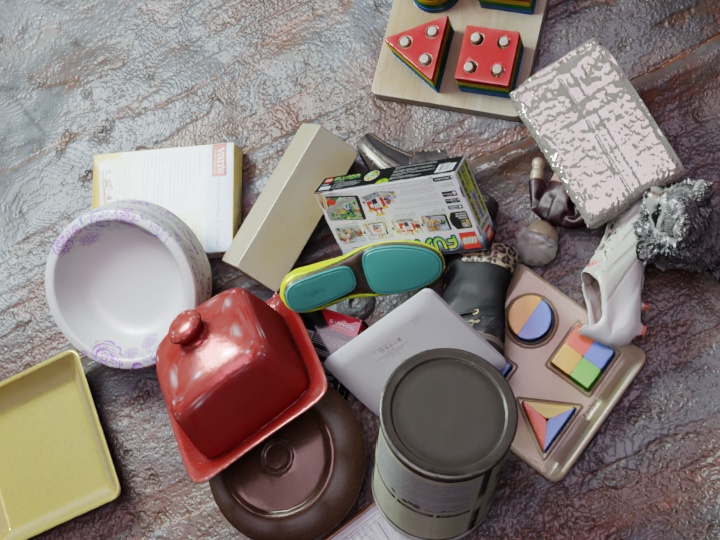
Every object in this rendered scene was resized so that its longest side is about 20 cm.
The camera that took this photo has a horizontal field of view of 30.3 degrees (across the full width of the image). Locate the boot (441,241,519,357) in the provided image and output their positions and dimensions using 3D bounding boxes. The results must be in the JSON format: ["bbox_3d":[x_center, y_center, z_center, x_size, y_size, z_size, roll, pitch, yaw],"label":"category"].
[{"bbox_3d":[0.098,0.048,1.576,0.198,0.073,0.152,-12,50,43],"label":"boot"}]

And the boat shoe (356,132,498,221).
[{"bbox_3d":[0.084,-0.109,1.631,0.199,0.075,0.073,39,78,11],"label":"boat shoe"}]

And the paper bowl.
[{"bbox_3d":[-0.280,0.013,1.648,0.198,0.104,0.204,3,104,11],"label":"paper bowl"}]

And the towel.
[{"bbox_3d":[0.273,-0.160,1.550,0.131,0.034,0.202,-30,74,7],"label":"towel"}]

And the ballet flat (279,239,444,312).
[{"bbox_3d":[0.000,0.000,1.576,0.197,0.067,0.068,-14,107,2],"label":"ballet flat"}]

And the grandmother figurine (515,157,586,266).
[{"bbox_3d":[0.250,-0.094,1.589,0.121,0.060,0.201,30,88,47],"label":"grandmother figurine"}]

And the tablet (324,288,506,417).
[{"bbox_3d":[0.059,0.106,1.517,0.130,0.014,0.199,42,133,-12],"label":"tablet"}]

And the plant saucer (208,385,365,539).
[{"bbox_3d":[-0.093,0.219,1.556,0.197,0.037,0.204,-3,78,15],"label":"plant saucer"}]

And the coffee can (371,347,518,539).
[{"bbox_3d":[0.087,0.196,1.458,0.144,0.201,0.148,1,59,-2],"label":"coffee can"}]

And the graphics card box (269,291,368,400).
[{"bbox_3d":[-0.078,0.142,1.614,0.124,0.051,0.203,16,80,17],"label":"graphics card box"}]

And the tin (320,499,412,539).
[{"bbox_3d":[0.017,0.335,1.550,0.199,0.042,0.112,-38,66,3],"label":"tin"}]

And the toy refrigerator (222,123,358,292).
[{"bbox_3d":[-0.085,-0.078,1.649,0.070,0.076,0.202,33,84,-21],"label":"toy refrigerator"}]

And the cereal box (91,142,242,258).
[{"bbox_3d":[-0.250,-0.085,1.721,0.197,0.040,0.146,-3,77,13],"label":"cereal box"}]

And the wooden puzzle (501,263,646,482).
[{"bbox_3d":[0.203,0.114,1.551,0.199,0.046,0.186,36,87,20],"label":"wooden puzzle"}]

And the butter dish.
[{"bbox_3d":[-0.164,0.101,1.522,0.198,0.148,0.201,-35,39,5],"label":"butter dish"}]

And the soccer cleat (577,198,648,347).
[{"bbox_3d":[0.294,-0.012,1.534,0.076,0.069,0.203,11,71,-8],"label":"soccer cleat"}]

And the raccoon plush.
[{"bbox_3d":[0.392,-0.045,1.456,0.197,0.134,0.098,12,84,-11],"label":"raccoon plush"}]

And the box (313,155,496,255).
[{"bbox_3d":[0.051,-0.068,1.572,0.198,0.111,0.035,-6,34,33],"label":"box"}]

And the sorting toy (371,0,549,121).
[{"bbox_3d":[0.124,-0.307,1.664,0.196,0.070,0.203,11,80,17],"label":"sorting toy"}]

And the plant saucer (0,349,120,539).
[{"bbox_3d":[-0.406,0.230,1.678,0.198,0.048,0.202,-24,72,7],"label":"plant saucer"}]
